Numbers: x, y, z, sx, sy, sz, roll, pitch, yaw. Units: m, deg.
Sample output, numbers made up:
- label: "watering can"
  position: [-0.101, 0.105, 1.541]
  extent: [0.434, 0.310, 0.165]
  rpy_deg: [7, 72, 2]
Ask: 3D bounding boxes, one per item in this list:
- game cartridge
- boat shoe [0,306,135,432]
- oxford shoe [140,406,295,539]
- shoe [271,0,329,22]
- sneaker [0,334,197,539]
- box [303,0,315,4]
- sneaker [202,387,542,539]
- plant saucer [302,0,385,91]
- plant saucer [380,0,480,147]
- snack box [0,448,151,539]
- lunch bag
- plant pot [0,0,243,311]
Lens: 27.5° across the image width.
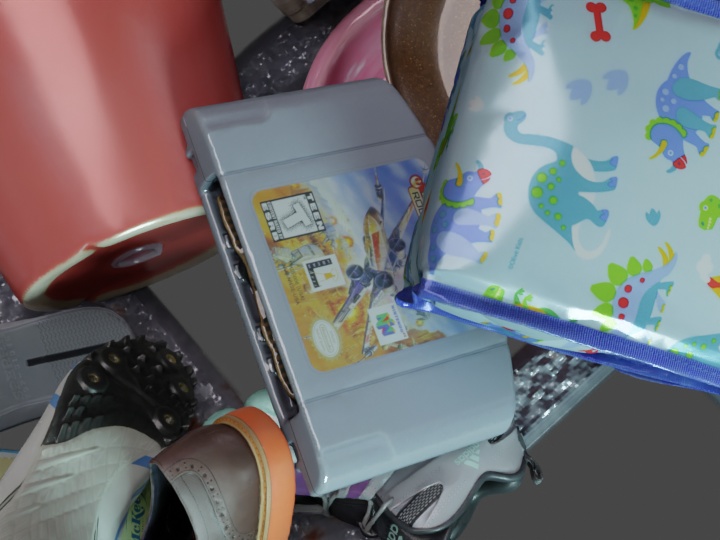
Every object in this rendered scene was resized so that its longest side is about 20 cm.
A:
- label: "game cartridge"
  position: [0.000, 0.000, 0.742]
  extent: [0.132, 0.042, 0.201]
  rpy_deg: [-15, 77, -26]
- label: "boat shoe"
  position: [-0.215, 0.065, 0.776]
  extent: [0.199, 0.067, 0.074]
  rpy_deg: [-2, 69, -36]
- label: "oxford shoe"
  position: [-0.082, 0.165, 0.729]
  extent: [0.071, 0.072, 0.201]
  rpy_deg: [24, 119, 43]
- label: "shoe"
  position: [0.019, -0.226, 0.897]
  extent: [0.200, 0.054, 0.070]
  rpy_deg: [-37, 28, -7]
- label: "sneaker"
  position: [-0.144, 0.109, 0.739]
  extent: [0.072, 0.072, 0.200]
  rpy_deg: [37, 43, -9]
- label: "box"
  position: [-0.056, -0.263, 0.840]
  extent: [0.132, 0.115, 0.200]
  rpy_deg: [-41, 43, -6]
- label: "sneaker"
  position: [0.000, 0.122, 0.773]
  extent: [0.199, 0.078, 0.140]
  rpy_deg: [-25, 70, 0]
- label: "plant saucer"
  position: [0.065, -0.077, 0.841]
  extent: [0.199, 0.051, 0.202]
  rpy_deg: [-2, 72, 7]
- label: "plant saucer"
  position: [0.111, -0.127, 0.790]
  extent: [0.199, 0.037, 0.202]
  rpy_deg: [-2, 83, 14]
- label: "snack box"
  position: [-0.160, 0.196, 0.758]
  extent: [0.116, 0.037, 0.201]
  rpy_deg: [11, 68, -34]
- label: "lunch bag"
  position: [0.133, -0.038, 0.692]
  extent: [0.199, 0.127, 0.171]
  rpy_deg: [15, 87, -2]
- label: "plant pot"
  position: [-0.150, -0.085, 0.810]
  extent: [0.199, 0.200, 0.178]
  rpy_deg: [-23, 82, 0]
